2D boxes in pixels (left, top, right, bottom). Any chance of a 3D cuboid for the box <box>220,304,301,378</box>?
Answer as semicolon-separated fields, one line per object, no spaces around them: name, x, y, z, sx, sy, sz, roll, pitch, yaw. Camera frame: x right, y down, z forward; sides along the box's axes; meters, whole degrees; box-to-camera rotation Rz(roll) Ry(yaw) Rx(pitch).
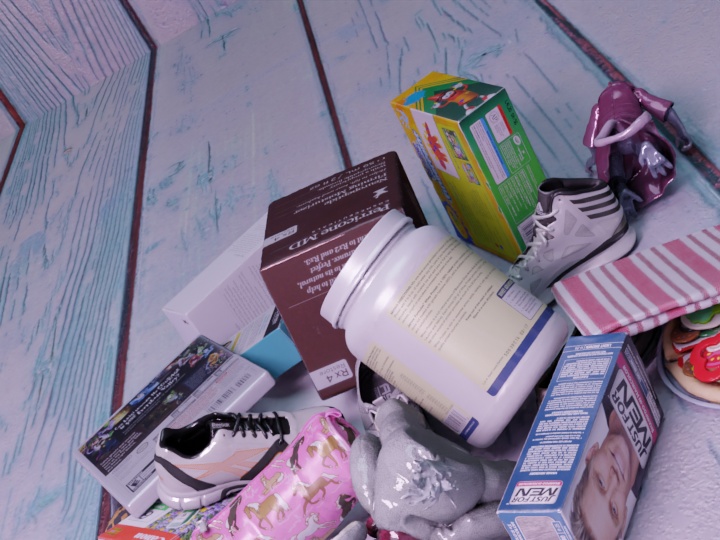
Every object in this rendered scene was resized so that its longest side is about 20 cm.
box;-0.142;0.113;1.433;0.199;0.049;0.083;-36;18;25

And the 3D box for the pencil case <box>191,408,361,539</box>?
pencil case;-0.069;0.218;1.141;0.200;0.086;0.083;-43;41;8

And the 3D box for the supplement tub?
supplement tub;0.076;0.051;1.144;0.146;0.199;0.145;-52;-8;-11

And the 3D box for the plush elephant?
plush elephant;0.045;0.218;1.021;0.157;0.163;0.200;-66;-11;7

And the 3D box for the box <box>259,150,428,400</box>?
box;0.000;0.000;1.330;0.164;0.166;0.200;-22;21;8

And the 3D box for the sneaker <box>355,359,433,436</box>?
sneaker;0.031;0.156;1.168;0.074;0.082;0.201;-30;43;1

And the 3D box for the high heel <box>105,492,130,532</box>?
high heel;-0.195;0.224;1.328;0.200;0.071;0.143;-43;24;5

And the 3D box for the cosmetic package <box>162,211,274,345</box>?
cosmetic package;-0.144;0.026;1.583;0.200;0.102;0.071;-44;28;-24

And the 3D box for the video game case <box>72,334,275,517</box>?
video game case;-0.204;0.161;1.331;0.200;0.023;0.181;-44;29;-16

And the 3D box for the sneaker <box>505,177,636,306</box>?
sneaker;0.186;-0.030;1.306;0.199;0.116;0.076;-33;26;-1

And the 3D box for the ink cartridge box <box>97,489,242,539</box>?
ink cartridge box;-0.197;0.271;1.213;0.108;0.051;0.199;-4;19;46

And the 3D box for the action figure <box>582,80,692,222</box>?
action figure;0.289;-0.157;1.393;0.133;0.149;0.202;-25;40;25

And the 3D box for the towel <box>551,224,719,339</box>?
towel;0.283;0.014;1.130;0.197;0.030;0.147;-19;16;1

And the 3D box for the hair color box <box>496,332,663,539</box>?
hair color box;0.185;0.155;1.008;0.060;0.101;0.201;-8;35;36

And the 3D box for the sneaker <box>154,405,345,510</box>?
sneaker;-0.108;0.171;1.208;0.197;0.081;0.074;-17;37;-12

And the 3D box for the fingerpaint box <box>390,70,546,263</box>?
fingerpaint box;0.138;-0.119;1.414;0.073;0.201;0.167;-36;26;-13

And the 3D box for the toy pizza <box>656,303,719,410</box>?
toy pizza;0.354;0.045;1.090;0.198;0.032;0.201;-25;27;14

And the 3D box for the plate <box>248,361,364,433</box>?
plate;-0.044;0.153;1.334;0.197;0.033;0.201;-12;32;33

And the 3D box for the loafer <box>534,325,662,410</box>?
loafer;0.224;0.071;1.150;0.071;0.063;0.201;-2;39;43
